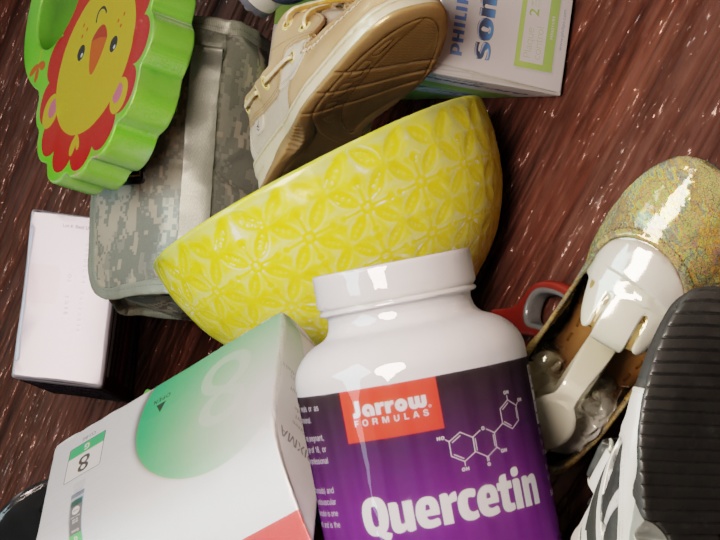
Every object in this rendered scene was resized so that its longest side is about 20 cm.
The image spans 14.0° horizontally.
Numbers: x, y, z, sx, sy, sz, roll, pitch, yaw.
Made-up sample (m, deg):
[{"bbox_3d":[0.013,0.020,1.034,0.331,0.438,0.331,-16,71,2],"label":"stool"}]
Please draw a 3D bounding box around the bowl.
[{"bbox_3d":[0.000,0.000,1.561,0.200,0.200,0.108,-34,81,55],"label":"bowl"}]

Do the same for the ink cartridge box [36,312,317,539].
[{"bbox_3d":[-0.093,0.131,1.434,0.161,0.050,0.200,-30,30,26],"label":"ink cartridge box"}]

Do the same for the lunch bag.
[{"bbox_3d":[-0.097,-0.056,1.734,0.200,0.117,0.165,81,-166,-83],"label":"lunch bag"}]

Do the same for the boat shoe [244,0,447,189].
[{"bbox_3d":[-0.018,-0.108,1.531,0.200,0.074,0.069,-48,59,56],"label":"boat shoe"}]

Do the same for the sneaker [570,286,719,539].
[{"bbox_3d":[0.132,0.103,1.356,0.088,0.074,0.201,12,93,61],"label":"sneaker"}]

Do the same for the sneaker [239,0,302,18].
[{"bbox_3d":[-0.030,-0.234,1.619,0.082,0.070,0.200,-21,55,30],"label":"sneaker"}]

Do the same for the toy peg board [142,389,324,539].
[{"bbox_3d":[-0.076,0.165,1.526,0.199,0.098,0.200,19,83,61],"label":"toy peg board"}]

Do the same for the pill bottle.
[{"bbox_3d":[0.033,0.094,1.393,0.112,0.112,0.201,-11,90,62],"label":"pill bottle"}]

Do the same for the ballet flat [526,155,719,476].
[{"bbox_3d":[0.119,0.031,1.406,0.200,0.071,0.071,-59,34,41],"label":"ballet flat"}]

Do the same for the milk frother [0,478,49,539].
[{"bbox_3d":[-0.173,0.270,1.866,0.200,0.180,0.188,64,175,-36],"label":"milk frother"}]

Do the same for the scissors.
[{"bbox_3d":[0.073,0.026,1.567,0.200,0.014,0.073,33,113,62],"label":"scissors"}]

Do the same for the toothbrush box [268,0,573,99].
[{"bbox_3d":[0.035,-0.172,1.616,0.200,0.086,0.146,3,85,64],"label":"toothbrush box"}]

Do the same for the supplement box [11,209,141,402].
[{"bbox_3d":[-0.179,0.026,1.909,0.200,0.061,0.109,73,-157,-84],"label":"supplement box"}]

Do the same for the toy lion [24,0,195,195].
[{"bbox_3d":[-0.144,-0.139,1.671,0.200,0.069,0.192,9,83,62],"label":"toy lion"}]
